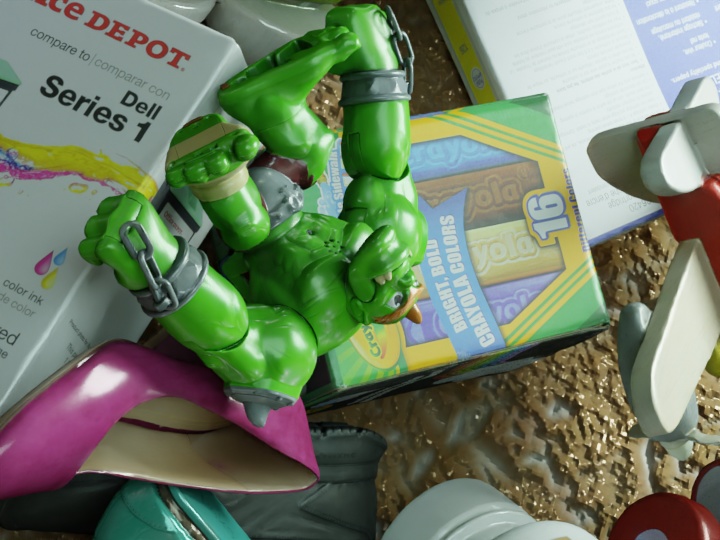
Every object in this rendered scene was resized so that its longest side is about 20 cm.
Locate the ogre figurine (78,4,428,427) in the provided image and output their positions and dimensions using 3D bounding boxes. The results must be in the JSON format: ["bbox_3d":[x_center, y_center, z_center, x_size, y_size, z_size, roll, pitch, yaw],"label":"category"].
[{"bbox_3d":[-0.028,-0.023,0.824,0.121,0.097,0.200,65,25,-22],"label":"ogre figurine"}]

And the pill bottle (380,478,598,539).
[{"bbox_3d":[0.094,0.185,0.902,0.114,0.200,0.115,-18,124,-29],"label":"pill bottle"}]

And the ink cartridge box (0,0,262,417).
[{"bbox_3d":[-0.154,-0.034,0.865,0.144,0.084,0.201,25,72,19],"label":"ink cartridge box"}]

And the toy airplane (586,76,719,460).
[{"bbox_3d":[0.182,0.005,0.986,0.199,0.141,0.201,9,57,-39],"label":"toy airplane"}]

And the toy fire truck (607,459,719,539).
[{"bbox_3d":[0.210,0.194,0.954,0.112,0.167,0.202,30,66,-40],"label":"toy fire truck"}]

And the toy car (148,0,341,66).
[{"bbox_3d":[-0.066,-0.208,0.976,0.199,0.176,0.150,10,31,-35],"label":"toy car"}]

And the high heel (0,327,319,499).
[{"bbox_3d":[-0.084,0.076,0.797,0.096,0.067,0.200,53,33,5],"label":"high heel"}]

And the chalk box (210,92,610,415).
[{"bbox_3d":[0.000,0.000,0.957,0.198,0.125,0.125,-10,81,-25],"label":"chalk box"}]

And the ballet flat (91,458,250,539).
[{"bbox_3d":[-0.050,0.172,0.889,0.070,0.067,0.200,-39,108,13],"label":"ballet flat"}]

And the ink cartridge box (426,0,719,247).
[{"bbox_3d":[0.149,-0.129,1.094,0.196,0.047,0.202,-21,87,-26],"label":"ink cartridge box"}]

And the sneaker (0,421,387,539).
[{"bbox_3d":[-0.079,0.121,0.928,0.198,0.076,0.092,-1,87,-18],"label":"sneaker"}]
